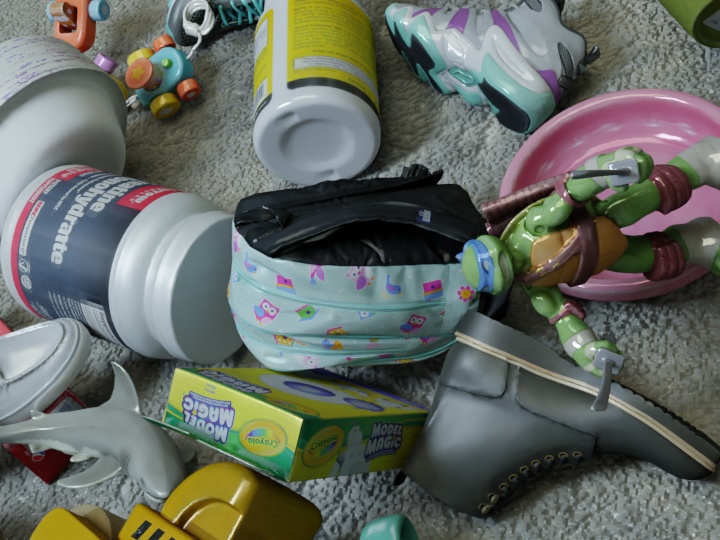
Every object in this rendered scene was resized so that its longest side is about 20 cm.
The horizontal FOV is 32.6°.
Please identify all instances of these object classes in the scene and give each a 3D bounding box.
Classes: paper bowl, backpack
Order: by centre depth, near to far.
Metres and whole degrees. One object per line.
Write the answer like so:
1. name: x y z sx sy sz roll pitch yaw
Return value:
1. backpack: 0.000 0.000 0.929 0.199 0.127 0.167 -5 22 -18
2. paper bowl: -0.297 -0.105 1.127 0.104 0.201 0.201 39 75 23

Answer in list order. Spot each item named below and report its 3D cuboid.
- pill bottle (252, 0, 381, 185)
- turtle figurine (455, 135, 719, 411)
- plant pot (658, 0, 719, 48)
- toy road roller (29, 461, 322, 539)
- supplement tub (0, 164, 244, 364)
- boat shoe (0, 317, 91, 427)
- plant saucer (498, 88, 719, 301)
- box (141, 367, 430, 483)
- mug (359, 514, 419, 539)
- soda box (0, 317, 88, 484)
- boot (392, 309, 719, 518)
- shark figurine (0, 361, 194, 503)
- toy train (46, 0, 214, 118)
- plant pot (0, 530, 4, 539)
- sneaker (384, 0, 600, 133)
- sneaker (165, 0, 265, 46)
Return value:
1. pill bottle: -0.042 -0.186 1.133 0.114 0.114 0.200 -14 51 14
2. turtle figurine: 0.178 -0.007 0.789 0.193 0.144 0.200 -19 2 -22
3. plant pot: 0.299 -0.296 1.046 0.187 0.187 0.201 -16 65 11
4. toy road roller: -0.115 0.195 0.835 0.200 0.123 0.146 20 76 45
5. supplement tub: -0.191 -0.006 1.041 0.200 0.140 0.141 15 62 32
6. boat shoe: -0.313 0.091 0.984 0.200 0.069 0.072 -27 49 4
7. plant saucer: 0.210 -0.054 0.962 0.200 0.051 0.201 -13 50 16
8. box: -0.046 0.104 0.860 0.117 0.200 0.049 17 98 32
9. mug: 0.021 0.248 0.769 0.152 0.115 0.185 -43 50 -12
10. soda box: -0.309 0.095 1.067 0.070 0.063 0.200 -44 50 -13
11. boot: 0.134 0.131 0.855 0.200 0.077 0.139 27 90 23
12. shark figurine: -0.212 0.114 0.948 0.214 0.090 0.128 7 14 19
13. toy train: -0.251 -0.229 1.254 0.199 0.056 0.151 8 91 25
14. plant pot: -0.339 0.265 0.927 0.200 0.093 0.201 -12 53 17
15. sneaker: 0.128 -0.216 1.114 0.140 0.078 0.200 -43 59 -14
16. sneaker: -0.108 -0.288 1.270 0.200 0.078 0.091 -34 52 -2
